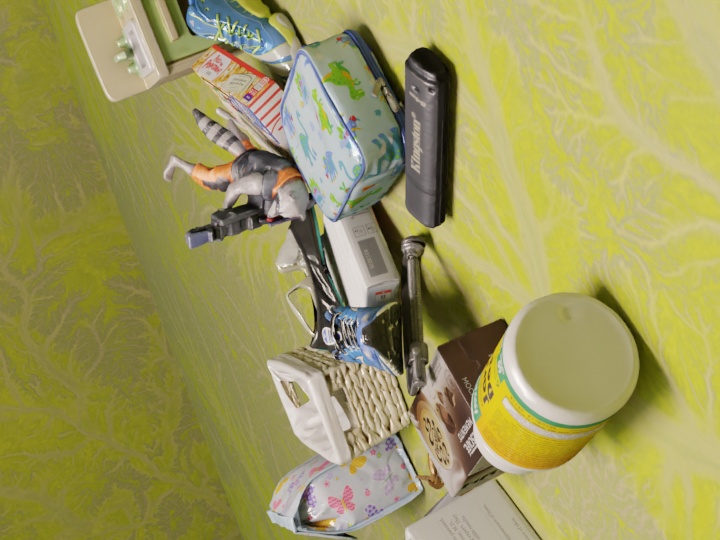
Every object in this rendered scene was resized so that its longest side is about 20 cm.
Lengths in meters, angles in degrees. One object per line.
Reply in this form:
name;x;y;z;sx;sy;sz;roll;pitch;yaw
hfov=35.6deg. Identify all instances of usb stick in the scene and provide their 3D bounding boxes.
usb stick;0.064;-0.122;1.082;0.056;0.032;0.201;53;158;36

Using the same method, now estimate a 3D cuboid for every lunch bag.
lunch bag;-0.031;0.329;1.654;0.128;0.199;0.169;65;161;1
lunch bag;-0.020;-0.154;1.201;0.162;0.082;0.200;62;162;10

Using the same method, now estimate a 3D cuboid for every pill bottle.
pill bottle;0.158;0.108;0.975;0.113;0.112;0.200;59;161;20

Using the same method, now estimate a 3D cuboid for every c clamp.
c clamp;0.059;0.044;1.198;0.171;0.027;0.202;89;179;-56

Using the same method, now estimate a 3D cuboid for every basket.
basket;-0.032;0.173;1.582;0.200;0.123;0.137;8;120;68

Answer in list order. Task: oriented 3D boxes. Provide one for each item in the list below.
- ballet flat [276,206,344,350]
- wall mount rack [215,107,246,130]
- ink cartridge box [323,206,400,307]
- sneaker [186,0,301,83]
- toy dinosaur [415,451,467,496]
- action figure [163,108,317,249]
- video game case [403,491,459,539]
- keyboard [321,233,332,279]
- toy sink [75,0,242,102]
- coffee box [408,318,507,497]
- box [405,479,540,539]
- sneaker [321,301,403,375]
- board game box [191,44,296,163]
ballet flat;-0.065;0.005;1.393;0.068;0.068;0.202;104;149;-72
wall mount rack;-0.157;-0.155;1.600;0.200;0.074;0.175;5;117;69
ink cartridge box;0.000;0.000;1.366;0.201;0.050;0.163;87;164;-60
sneaker;-0.147;-0.287;1.355;0.201;0.104;0.076;57;158;28
toy dinosaur;0.105;0.238;1.412;0.107;0.060;0.201;-98;6;-48
action figure;-0.144;-0.106;1.307;0.193;0.199;0.105;27;126;30
video game case;0.056;0.373;1.470;0.022;0.200;0.183;41;157;9
keyboard;-0.038;0.000;1.518;0.105;0.039;0.200;66;163;2
toy sink;-0.257;-0.320;1.475;0.131;0.199;0.112;69;162;-8
coffee box;0.122;0.150;1.182;0.114;0.079;0.200;62;162;20
box;0.154;0.396;1.322;0.200;0.130;0.200;52;158;36
sneaker;0.002;0.075;1.209;0.200;0.088;0.079;89;179;-85
board game box;-0.118;-0.193;1.397;0.152;0.046;0.200;49;175;-36
